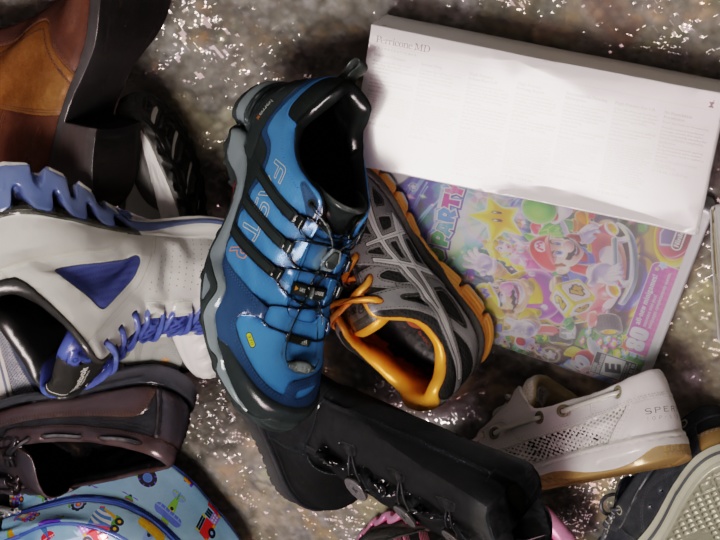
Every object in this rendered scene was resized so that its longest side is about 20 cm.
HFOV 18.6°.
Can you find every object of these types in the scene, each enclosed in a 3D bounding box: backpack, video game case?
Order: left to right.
[{"bbox_3d":[-0.185,0.217,1.486,0.200,0.135,0.183,-25,114,27],"label":"backpack"},{"bbox_3d":[0.094,-0.014,1.310,0.200,0.018,0.143,19,128,4],"label":"video game case"}]

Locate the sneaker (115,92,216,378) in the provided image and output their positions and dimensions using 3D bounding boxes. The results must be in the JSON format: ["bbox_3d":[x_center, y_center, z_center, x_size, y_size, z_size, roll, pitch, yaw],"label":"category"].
[{"bbox_3d":[-0.130,-0.015,1.336,0.079,0.074,0.200,-3,124,6],"label":"sneaker"}]

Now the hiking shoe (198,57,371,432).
[{"bbox_3d":[-0.037,-0.014,1.199,0.074,0.201,0.087,8,167,-36],"label":"hiking shoe"}]

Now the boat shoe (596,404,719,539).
[{"bbox_3d":[0.187,0.162,1.374,0.074,0.062,0.200,10,130,-23],"label":"boat shoe"}]

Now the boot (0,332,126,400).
[{"bbox_3d":[-0.201,0.014,1.395,0.090,0.073,0.200,2,133,10],"label":"boot"}]

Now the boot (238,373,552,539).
[{"bbox_3d":[0.032,0.131,1.330,0.200,0.066,0.165,20,161,32],"label":"boot"}]

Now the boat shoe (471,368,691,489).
[{"bbox_3d":[0.116,0.099,1.356,0.200,0.071,0.070,-15,79,40],"label":"boat shoe"}]

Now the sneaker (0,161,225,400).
[{"bbox_3d":[-0.135,0.023,1.230,0.199,0.115,0.081,16,147,-23],"label":"sneaker"}]

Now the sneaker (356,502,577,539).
[{"bbox_3d":[0.048,0.206,1.417,0.079,0.095,0.200,46,140,-19],"label":"sneaker"}]

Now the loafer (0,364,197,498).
[{"bbox_3d":[-0.192,0.114,1.398,0.200,0.063,0.072,-20,140,31],"label":"loafer"}]

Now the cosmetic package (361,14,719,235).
[{"bbox_3d":[0.100,-0.083,1.228,0.200,0.051,0.083,13,108,8],"label":"cosmetic package"}]

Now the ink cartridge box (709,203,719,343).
[{"bbox_3d":[0.287,0.021,1.175,0.144,0.084,0.200,-13,155,24],"label":"ink cartridge box"}]

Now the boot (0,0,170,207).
[{"bbox_3d":[-0.210,-0.142,1.289,0.200,0.068,0.189,15,108,30],"label":"boot"}]

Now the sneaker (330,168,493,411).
[{"bbox_3d":[0.000,0.000,1.290,0.200,0.077,0.078,44,127,-13],"label":"sneaker"}]
